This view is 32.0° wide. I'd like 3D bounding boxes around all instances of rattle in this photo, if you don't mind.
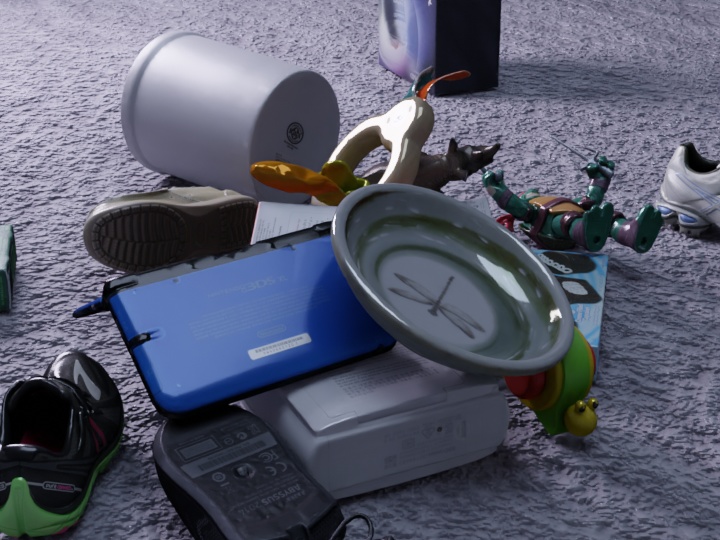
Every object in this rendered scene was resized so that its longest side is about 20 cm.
[{"bbox_3d":[-0.001,-0.145,1.204,0.142,0.201,0.130,34,7,-19],"label":"rattle"}]

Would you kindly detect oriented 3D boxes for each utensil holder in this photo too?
[{"bbox_3d":[-0.145,-0.172,1.432,0.198,0.172,0.169,19,29,34],"label":"utensil holder"}]

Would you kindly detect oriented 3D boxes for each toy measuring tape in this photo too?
[{"bbox_3d":[0.130,0.047,0.996,0.073,0.074,0.201,-11,48,-26],"label":"toy measuring tape"}]

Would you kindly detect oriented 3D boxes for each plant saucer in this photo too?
[{"bbox_3d":[0.062,0.016,0.930,0.198,0.051,0.201,20,34,-14],"label":"plant saucer"}]

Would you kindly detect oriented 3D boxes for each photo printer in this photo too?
[{"bbox_3d":[-0.004,0.087,0.964,0.164,0.070,0.200,-12,26,-23],"label":"photo printer"}]

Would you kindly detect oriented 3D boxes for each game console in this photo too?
[{"bbox_3d":[-0.098,0.042,0.962,0.198,0.119,0.172,-16,59,-27],"label":"game console"}]

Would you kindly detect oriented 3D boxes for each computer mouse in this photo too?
[{"bbox_3d":[-0.073,0.163,0.820,0.137,0.053,0.200,-15,38,-28],"label":"computer mouse"}]

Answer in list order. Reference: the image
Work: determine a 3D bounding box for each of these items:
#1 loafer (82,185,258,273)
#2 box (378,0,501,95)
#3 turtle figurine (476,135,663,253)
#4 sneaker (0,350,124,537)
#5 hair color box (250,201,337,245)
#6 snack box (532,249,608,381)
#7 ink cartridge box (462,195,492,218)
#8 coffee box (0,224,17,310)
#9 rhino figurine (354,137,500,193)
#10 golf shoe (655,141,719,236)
[{"bbox_3d":[-0.195,-0.045,1.265,0.198,0.077,0.068,-6,21,-40],"label":"loafer"},{"bbox_3d":[0.117,-0.390,1.901,0.122,0.201,0.200,-12,26,-22],"label":"box"},{"bbox_3d":[0.206,-0.067,1.288,0.148,0.102,0.199,-18,26,-24],"label":"turtle figurine"},{"bbox_3d":[-0.212,0.106,0.894,0.075,0.085,0.201,0,24,-4],"label":"sneaker"},{"bbox_3d":[0.000,0.000,1.126,0.197,0.062,0.103,4,57,8],"label":"hair color box"},{"bbox_3d":[0.161,0.034,1.132,0.114,0.038,0.200,5,24,11],"label":"snack box"},{"bbox_3d":[0.034,-0.022,1.224,0.197,0.040,0.100,-10,22,6],"label":"ink cartridge box"},{"bbox_3d":[-0.426,0.002,1.178,0.197,0.045,0.123,-4,23,-12],"label":"coffee box"},{"bbox_3d":[0.057,-0.090,1.272,0.198,0.061,0.087,-20,-10,32],"label":"rhino figurine"},{"bbox_3d":[0.407,-0.076,1.321,0.198,0.099,0.078,19,27,33],"label":"golf shoe"}]
